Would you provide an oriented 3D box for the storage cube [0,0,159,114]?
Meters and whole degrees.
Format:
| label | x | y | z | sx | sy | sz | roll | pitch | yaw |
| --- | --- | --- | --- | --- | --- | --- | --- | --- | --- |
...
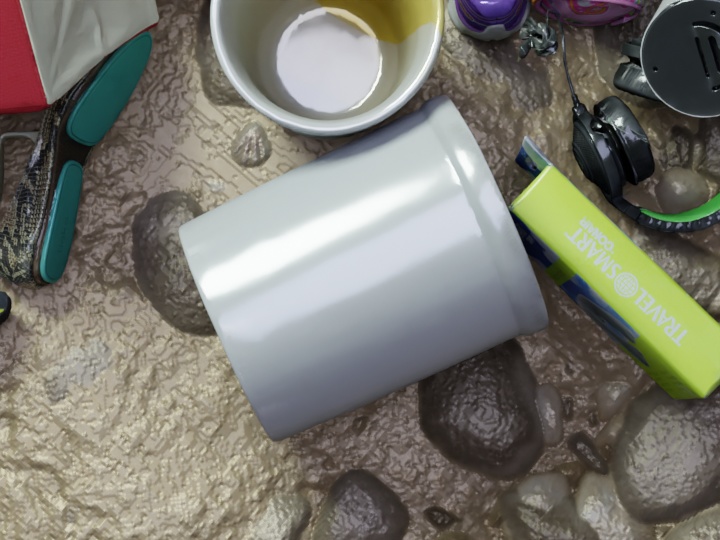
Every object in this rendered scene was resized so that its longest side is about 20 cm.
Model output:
| label | x | y | z | sx | sy | sz | roll | pitch | yaw |
| --- | --- | --- | --- | --- | --- | --- | --- | --- | --- |
| storage cube | -0.259 | -0.207 | 1.236 | 0.178 | 0.171 | 0.202 | -1 | 114 | 22 |

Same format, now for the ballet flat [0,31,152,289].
| label | x | y | z | sx | sy | sz | roll | pitch | yaw |
| --- | --- | --- | --- | --- | --- | --- | --- | --- | --- |
| ballet flat | -0.214 | -0.089 | 1.337 | 0.075 | 0.068 | 0.201 | 20 | 87 | 17 |

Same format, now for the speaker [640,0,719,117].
| label | x | y | z | sx | sy | sz | roll | pitch | yaw |
| --- | --- | --- | --- | --- | --- | --- | --- | --- | --- |
| speaker | 0.241 | -0.173 | 1.272 | 0.081 | 0.200 | 0.082 | 8 | 118 | 16 |

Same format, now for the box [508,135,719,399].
| label | x | y | z | sx | sy | sz | roll | pitch | yaw |
| --- | --- | --- | --- | --- | --- | --- | --- | --- | --- |
| box | 0.165 | 0.002 | 1.298 | 0.200 | 0.122 | 0.048 | 45 | 88 | 4 |

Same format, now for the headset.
| label | x | y | z | sx | sy | sz | roll | pitch | yaw |
| --- | --- | --- | --- | --- | --- | --- | --- | --- | --- |
| headset | 0.191 | -0.108 | 1.316 | 0.199 | 0.094 | 0.124 | 35 | 95 | -11 |

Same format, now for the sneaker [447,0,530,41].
| label | x | y | z | sx | sy | sz | roll | pitch | yaw |
| --- | --- | --- | --- | --- | --- | --- | --- | --- | --- |
| sneaker | 0.094 | -0.264 | 1.342 | 0.080 | 0.083 | 0.202 | -5 | 84 | -1 |

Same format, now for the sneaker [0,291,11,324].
| label | x | y | z | sx | sy | sz | roll | pitch | yaw |
| --- | --- | --- | --- | --- | --- | --- | --- | --- | --- |
| sneaker | -0.336 | 0.000 | 1.322 | 0.198 | 0.074 | 0.082 | 10 | 81 | -1 |

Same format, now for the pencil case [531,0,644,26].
| label | x | y | z | sx | sy | sz | roll | pitch | yaw |
| --- | --- | --- | --- | --- | --- | --- | --- | --- | --- |
| pencil case | 0.165 | -0.273 | 1.344 | 0.087 | 0.087 | 0.202 | 5 | 83 | 0 |

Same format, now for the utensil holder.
| label | x | y | z | sx | sy | sz | roll | pitch | yaw |
| --- | --- | --- | --- | --- | --- | --- | --- | --- | --- |
| utensil holder | 0.000 | 0.000 | 1.275 | 0.199 | 0.170 | 0.171 | -24 | 85 | -1 |

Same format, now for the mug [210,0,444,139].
| label | x | y | z | sx | sy | sz | roll | pitch | yaw |
| --- | --- | --- | --- | --- | --- | --- | --- | --- | --- |
| mug | -0.006 | -0.163 | 1.297 | 0.186 | 0.153 | 0.150 | -30 | 85 | -4 |
